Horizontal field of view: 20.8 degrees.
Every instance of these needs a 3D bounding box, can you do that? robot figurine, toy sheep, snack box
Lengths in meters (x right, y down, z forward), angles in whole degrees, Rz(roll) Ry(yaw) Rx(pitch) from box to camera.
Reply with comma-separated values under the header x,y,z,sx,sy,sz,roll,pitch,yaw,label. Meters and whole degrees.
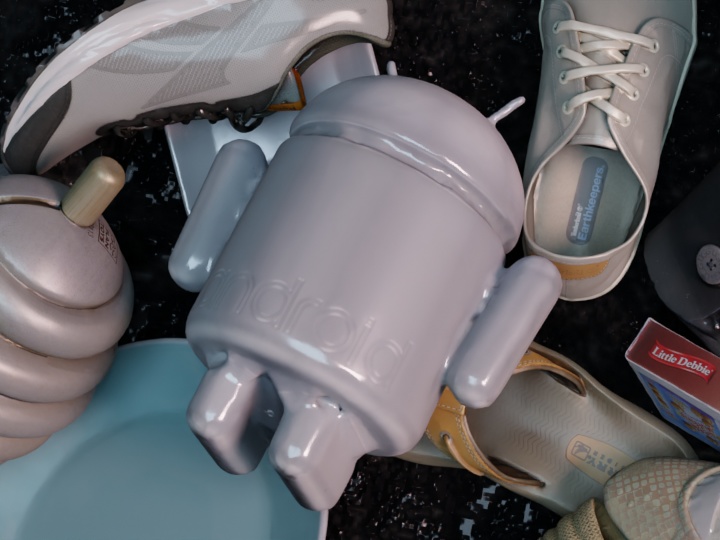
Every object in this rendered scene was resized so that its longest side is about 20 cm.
x,y,z,sx,sy,sz,roll,pitch,yaw,label
0.000,0.000,0.847,0.168,0.113,0.201,22,72,15,robot figurine
-0.172,0.018,0.888,0.200,0.138,0.138,-43,82,32,toy sheep
0.203,0.087,0.828,0.199,0.072,0.024,31,80,32,snack box

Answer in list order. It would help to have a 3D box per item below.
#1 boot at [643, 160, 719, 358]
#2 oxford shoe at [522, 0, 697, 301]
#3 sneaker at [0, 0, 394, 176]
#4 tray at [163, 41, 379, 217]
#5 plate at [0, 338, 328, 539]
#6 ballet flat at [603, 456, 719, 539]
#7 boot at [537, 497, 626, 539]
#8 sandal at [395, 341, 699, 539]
x,y,z,sx,sy,sz,roll,pitch,yaw,label
0.180,-0.066,0.836,0.065,0.200,0.166,-12,60,-28,boot
0.112,-0.086,0.893,0.075,0.058,0.202,9,88,11,oxford shoe
-0.076,-0.091,0.891,0.199,0.074,0.080,-29,90,6,sneaker
-0.054,-0.130,0.935,0.106,0.022,0.202,-15,86,8,tray
-0.103,0.126,0.901,0.198,0.026,0.202,-10,59,17,plate
0.196,0.124,0.825,0.199,0.063,0.067,31,50,19,ballet flat
0.098,0.219,0.871,0.155,0.073,0.201,-33,78,15,boot
0.066,0.068,0.895,0.199,0.054,0.081,26,92,8,sandal
